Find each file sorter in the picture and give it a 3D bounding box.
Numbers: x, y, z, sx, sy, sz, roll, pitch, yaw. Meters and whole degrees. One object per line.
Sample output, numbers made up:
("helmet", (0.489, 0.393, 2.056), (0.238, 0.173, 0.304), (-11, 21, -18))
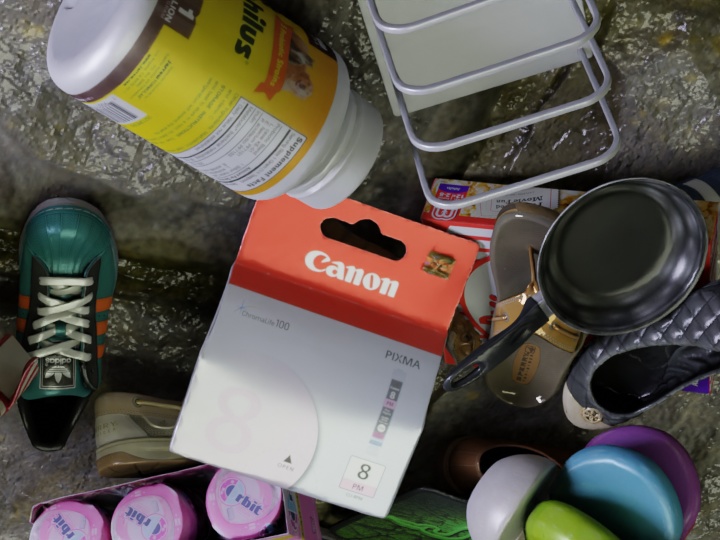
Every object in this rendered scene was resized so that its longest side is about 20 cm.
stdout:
("file sorter", (0.071, -0.158, 0.991), (0.138, 0.125, 0.200), (-17, 133, 4))

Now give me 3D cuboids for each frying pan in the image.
("frying pan", (0.147, 0.018, 1.068), (0.115, 0.031, 0.190), (25, 112, -24))

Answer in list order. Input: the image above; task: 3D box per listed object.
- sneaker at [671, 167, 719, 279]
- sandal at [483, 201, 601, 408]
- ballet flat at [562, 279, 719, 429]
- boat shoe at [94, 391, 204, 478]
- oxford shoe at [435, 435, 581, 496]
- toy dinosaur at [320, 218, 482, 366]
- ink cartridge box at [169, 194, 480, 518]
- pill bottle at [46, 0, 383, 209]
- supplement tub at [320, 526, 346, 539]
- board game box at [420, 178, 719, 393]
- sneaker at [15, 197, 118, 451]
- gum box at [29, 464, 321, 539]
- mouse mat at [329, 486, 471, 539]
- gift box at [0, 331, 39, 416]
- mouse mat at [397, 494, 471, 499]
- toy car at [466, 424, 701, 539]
("sneaker", (0.232, -0.039, 1.179), (0.199, 0.085, 0.075), (6, 137, 17))
("sandal", (0.118, 0.036, 1.128), (0.080, 0.054, 0.200), (15, 137, 9))
("ballet flat", (0.199, 0.066, 1.122), (0.066, 0.057, 0.200), (30, 142, -14))
("boat shoe", (-0.115, 0.121, 1.248), (0.200, 0.065, 0.072), (6, 156, -42))
("oxford shoe", (0.165, 0.177, 1.343), (0.199, 0.072, 0.071), (11, 169, -22))
("toy dinosaur", (0.000, 0.000, 1.175), (0.200, 0.060, 0.106), (41, 116, -13))
("ink cartridge box", (-0.025, 0.055, 1.126), (0.162, 0.057, 0.200), (19, 110, -7))
("pill bottle", (-0.083, -0.115, 1.009), (0.200, 0.109, 0.109), (30, 121, -33))
("supplement tub", (-0.054, 0.327, 1.363), (0.144, 0.200, 0.145), (-6, 134, -6))
("board game box", (0.151, 0.011, 1.166), (0.199, 0.046, 0.152), (6, 136, 18))
("sneaker", (-0.206, 0.043, 1.149), (0.071, 0.080, 0.200), (2, 132, -12))
("gum box", (-0.140, 0.193, 1.232), (0.199, 0.066, 0.114), (-14, 163, 8))
("mouse mat", (0.093, 0.223, 1.356), (0.200, 0.008, 0.161), (20, 151, -24))
("gift box", (-0.324, 0.081, 1.053), (0.200, 0.185, 0.187), (-32, 102, 25))
("mouse mat", (0.133, 0.219, 1.366), (0.199, 0.008, 0.161), (1, 152, 15))
("toy car", (0.183, 0.184, 1.183), (0.150, 0.175, 0.200), (-53, 161, -6))
